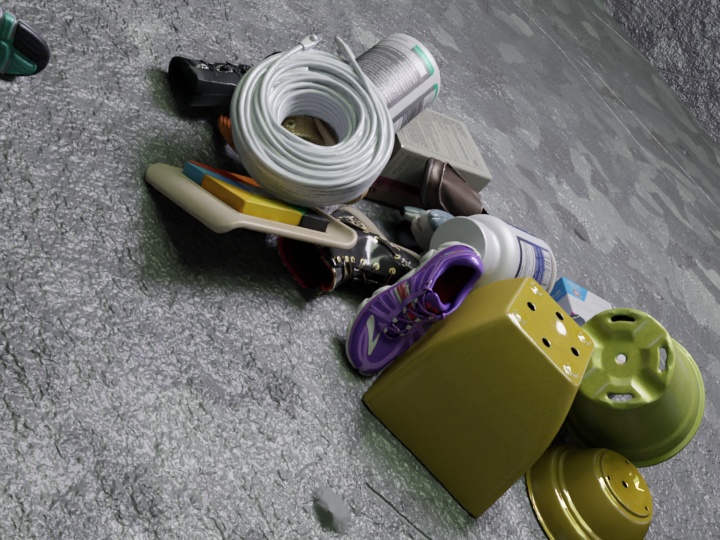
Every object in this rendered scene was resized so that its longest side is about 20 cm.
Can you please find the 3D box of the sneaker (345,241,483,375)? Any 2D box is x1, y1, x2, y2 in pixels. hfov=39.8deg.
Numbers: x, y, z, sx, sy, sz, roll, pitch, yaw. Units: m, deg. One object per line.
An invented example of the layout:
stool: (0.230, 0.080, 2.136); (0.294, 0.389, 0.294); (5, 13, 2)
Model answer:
sneaker: (0.062, 0.043, 1.164); (0.081, 0.200, 0.083); (45, 1, -12)

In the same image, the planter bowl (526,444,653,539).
planter bowl: (0.311, 0.290, 1.270); (0.199, 0.083, 0.202); (29, 35, -23)

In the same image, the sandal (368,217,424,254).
sandal: (0.075, -0.047, 1.410); (0.199, 0.048, 0.076); (0, 55, -51)

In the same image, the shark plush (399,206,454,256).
shark plush: (0.143, -0.042, 1.376); (0.199, 0.083, 0.092); (19, 55, -34)

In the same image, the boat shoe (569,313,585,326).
boat shoe: (0.246, 0.083, 1.363); (0.199, 0.075, 0.062); (-17, 79, -45)

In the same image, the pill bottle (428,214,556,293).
pill bottle: (0.172, -0.011, 1.308); (0.199, 0.111, 0.112); (17, 40, -56)

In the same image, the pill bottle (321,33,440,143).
pill bottle: (0.009, -0.225, 1.336); (0.113, 0.113, 0.200); (46, 57, 3)

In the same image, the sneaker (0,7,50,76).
sneaker: (-0.431, -0.281, 1.074); (0.199, 0.075, 0.088); (19, 35, -34)

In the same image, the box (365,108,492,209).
box: (0.079, -0.171, 1.500); (0.199, 0.109, 0.129); (14, 43, -40)

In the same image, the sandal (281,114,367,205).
sandal: (-0.080, -0.160, 1.236); (0.212, 0.078, 0.070); (44, 27, 4)

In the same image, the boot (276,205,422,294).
boot: (0.000, 0.000, 1.238); (0.200, 0.073, 0.150); (44, 31, 18)

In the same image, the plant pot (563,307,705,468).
plant pot: (0.346, 0.140, 1.299); (0.202, 0.199, 0.184); (63, 6, 27)

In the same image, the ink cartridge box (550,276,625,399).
ink cartridge box: (0.346, 0.120, 1.517); (0.114, 0.068, 0.201); (26, 36, -27)

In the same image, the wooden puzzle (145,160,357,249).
wooden puzzle: (-0.124, -0.081, 1.159); (0.199, 0.038, 0.184); (5, 21, -44)

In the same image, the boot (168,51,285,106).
boot: (-0.170, -0.262, 1.359); (0.198, 0.066, 0.164); (-7, 23, -32)

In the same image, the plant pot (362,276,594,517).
plant pot: (0.160, 0.123, 1.176); (0.195, 0.200, 0.194); (45, 32, 1)

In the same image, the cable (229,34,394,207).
cable: (-0.059, -0.170, 1.179); (0.199, 0.069, 0.201); (-27, 74, -29)

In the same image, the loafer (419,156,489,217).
loafer: (0.143, -0.104, 1.432); (0.200, 0.070, 0.074); (38, 63, -59)

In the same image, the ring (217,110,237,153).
ring: (-0.098, -0.157, 1.324); (0.199, 0.019, 0.201); (30, 22, -13)
